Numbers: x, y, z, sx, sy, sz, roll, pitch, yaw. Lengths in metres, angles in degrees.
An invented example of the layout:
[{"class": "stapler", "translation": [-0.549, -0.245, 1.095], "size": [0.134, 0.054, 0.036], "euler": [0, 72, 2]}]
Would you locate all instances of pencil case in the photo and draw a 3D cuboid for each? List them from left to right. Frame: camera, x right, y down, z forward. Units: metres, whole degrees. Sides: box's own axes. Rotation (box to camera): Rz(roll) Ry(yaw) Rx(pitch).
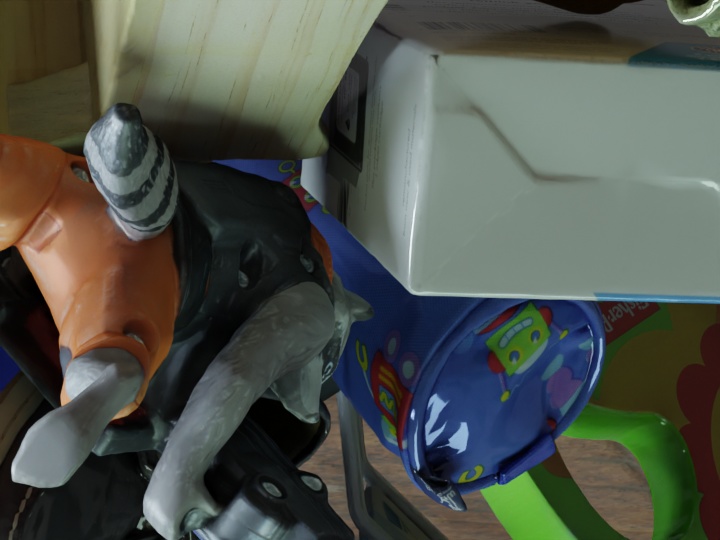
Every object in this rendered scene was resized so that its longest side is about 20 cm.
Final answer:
[{"class": "pencil case", "translation": [0.000, 0.000, 0.939], "size": [0.078, 0.200, 0.087], "euler": [-28, 130, -20]}]

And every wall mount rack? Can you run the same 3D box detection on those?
[{"class": "wall mount rack", "translation": [0.026, 0.080, 1.142], "size": [0.075, 0.174, 0.200], "euler": [-45, -175, 4]}]

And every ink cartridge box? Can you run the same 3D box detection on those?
[{"class": "ink cartridge box", "translation": [0.050, -0.043, 0.839], "size": [0.115, 0.067, 0.200], "euler": [2, -168, -12]}]

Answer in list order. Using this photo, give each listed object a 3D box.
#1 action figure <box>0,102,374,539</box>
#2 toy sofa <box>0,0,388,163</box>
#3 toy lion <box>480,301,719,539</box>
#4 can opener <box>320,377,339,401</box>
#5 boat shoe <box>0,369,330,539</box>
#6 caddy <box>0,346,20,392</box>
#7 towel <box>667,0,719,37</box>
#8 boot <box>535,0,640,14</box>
[{"class": "action figure", "translation": [-0.041, 0.018, 0.767], "size": [0.105, 0.200, 0.193], "euler": [-49, 162, 11]}, {"class": "toy sofa", "translation": [-0.048, -0.091, 0.763], "size": [0.097, 0.083, 0.200], "euler": [-4, 167, -10]}, {"class": "toy lion", "translation": [0.131, 0.068, 1.068], "size": [0.200, 0.192, 0.069], "euler": [-28, 175, -43]}, {"class": "can opener", "translation": [0.033, -0.015, 1.005], "size": [0.078, 0.064, 0.200], "euler": [24, 125, -38]}, {"class": "boat shoe", "translation": [-0.064, 0.059, 0.874], "size": [0.065, 0.072, 0.200], "euler": [23, -163, 14]}, {"class": "caddy", "translation": [-0.165, 0.003, 0.962], "size": [0.200, 0.142, 0.105], "euler": [27, 152, -18]}, {"class": "towel", "translation": [0.180, -0.107, 0.691], "size": [0.200, 0.037, 0.148], "euler": [-12, 160, -34]}, {"class": "boot", "translation": [0.055, -0.106, 0.744], "size": [0.201, 0.071, 0.144], "euler": [1, 166, -29]}]
